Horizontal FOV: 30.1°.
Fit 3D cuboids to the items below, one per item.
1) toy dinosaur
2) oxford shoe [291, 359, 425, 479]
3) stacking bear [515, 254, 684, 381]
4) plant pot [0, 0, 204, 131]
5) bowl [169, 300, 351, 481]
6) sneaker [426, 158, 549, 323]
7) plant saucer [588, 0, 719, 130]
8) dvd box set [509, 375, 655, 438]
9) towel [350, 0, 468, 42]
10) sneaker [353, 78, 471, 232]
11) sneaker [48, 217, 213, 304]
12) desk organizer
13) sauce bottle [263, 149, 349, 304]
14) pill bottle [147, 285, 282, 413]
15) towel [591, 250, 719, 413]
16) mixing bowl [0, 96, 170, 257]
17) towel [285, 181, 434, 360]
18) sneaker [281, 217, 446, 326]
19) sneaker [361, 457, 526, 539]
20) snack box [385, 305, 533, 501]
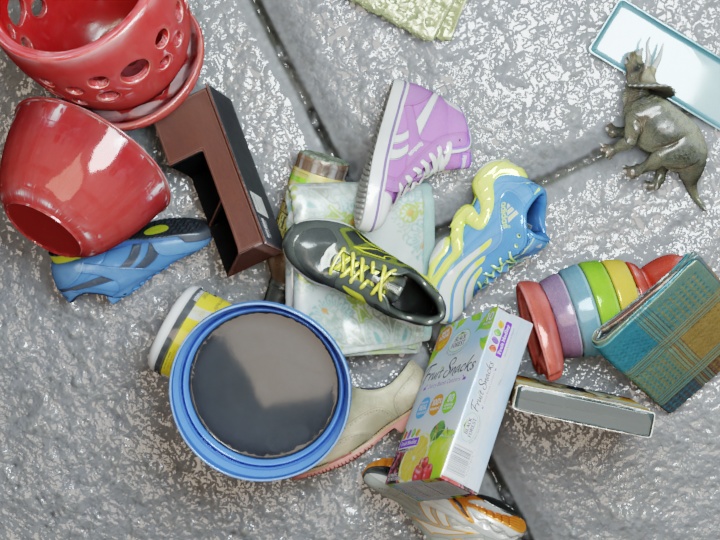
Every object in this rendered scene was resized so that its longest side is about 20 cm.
[{"bbox_3d":[0.330,-0.143,1.465,0.102,0.077,0.200,-34,95,35],"label":"toy dinosaur"},{"bbox_3d":[-0.004,0.175,1.562,0.200,0.070,0.075,-31,91,-1],"label":"oxford shoe"},{"bbox_3d":[0.284,0.039,1.492,0.200,0.121,0.114,-16,92,-1],"label":"stacking bear"},{"bbox_3d":[-0.274,-0.266,1.447,0.200,0.183,0.200,-6,67,14],"label":"plant pot"},{"bbox_3d":[-0.108,0.130,1.463,0.201,0.039,0.201,1,100,5],"label":"bowl"},{"bbox_3d":[0.145,-0.022,1.491,0.105,0.076,0.200,28,102,42],"label":"sneaker"},{"bbox_3d":[0.356,-0.223,1.489,0.200,0.019,0.070,31,100,2],"label":"plant saucer"},{"bbox_3d":[0.235,0.145,1.461,0.146,0.200,0.029,11,90,5],"label":"dvd box set"},{"bbox_3d":[0.039,-0.355,1.495,0.200,0.036,0.148,26,101,1],"label":"towel"},{"bbox_3d":[0.064,-0.117,1.468,0.114,0.073,0.201,21,61,-6],"label":"sneaker"},{"bbox_3d":[-0.263,-0.009,1.567,0.200,0.066,0.078,-12,109,8],"label":"sneaker"},{"bbox_3d":[-0.160,-0.099,1.505,0.077,0.072,0.200,-24,75,12],"label":"desk organizer"},{"bbox_3d":[-0.070,-0.037,1.536,0.065,0.065,0.200,18,98,3],"label":"sauce bottle"},{"bbox_3d":[-0.134,0.109,1.540,0.200,0.112,0.112,28,100,1],"label":"pill bottle"},{"bbox_3d":[0.349,0.072,1.467,0.147,0.022,0.200,-42,136,10],"label":"towel"},{"bbox_3d":[-0.323,-0.085,1.477,0.200,0.200,0.108,28,64,2],"label":"mixing bowl"},{"bbox_3d":[0.000,0.000,1.506,0.171,0.048,0.200,-3,99,-25],"label":"towel"},{"bbox_3d":[0.012,0.001,1.437,0.200,0.085,0.074,25,88,-17],"label":"sneaker"},{"bbox_3d":[0.086,0.293,1.565,0.200,0.076,0.092,25,104,3],"label":"sneaker"},{"bbox_3d":[0.106,0.148,1.463,0.053,0.142,0.200,28,69,-17],"label":"snack box"}]
